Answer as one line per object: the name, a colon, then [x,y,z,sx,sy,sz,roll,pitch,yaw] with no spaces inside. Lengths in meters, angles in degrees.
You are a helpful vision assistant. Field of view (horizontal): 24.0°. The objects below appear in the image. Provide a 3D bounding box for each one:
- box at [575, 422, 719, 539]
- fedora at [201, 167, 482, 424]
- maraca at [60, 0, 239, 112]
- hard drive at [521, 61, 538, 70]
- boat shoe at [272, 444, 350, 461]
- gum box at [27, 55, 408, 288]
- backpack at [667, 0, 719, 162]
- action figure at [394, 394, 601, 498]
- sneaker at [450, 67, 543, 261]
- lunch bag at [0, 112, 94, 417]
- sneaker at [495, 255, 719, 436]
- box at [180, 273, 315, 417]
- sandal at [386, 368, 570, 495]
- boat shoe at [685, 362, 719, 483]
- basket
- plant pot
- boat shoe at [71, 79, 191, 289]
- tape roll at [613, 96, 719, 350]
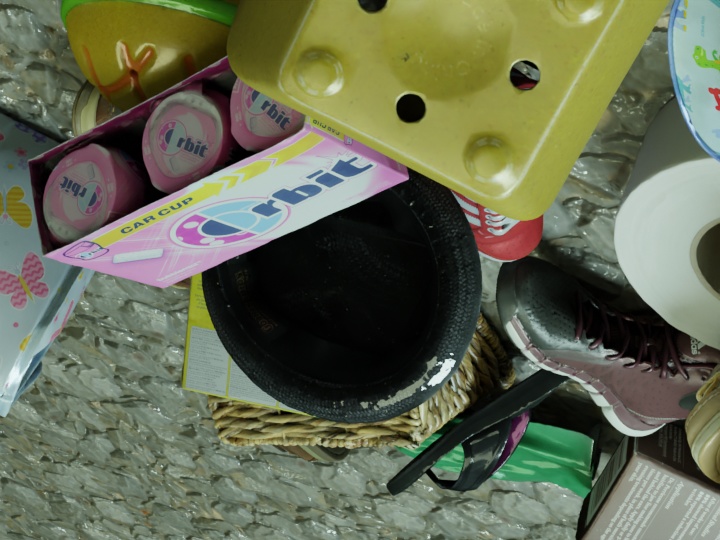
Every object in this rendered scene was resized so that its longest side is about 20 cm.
box: [0.275,0.195,1.271,0.200,0.075,0.100,26,118,0]
fedora: [0.000,0.000,1.071,0.201,0.201,0.092,4,-176,28]
maraca: [-0.086,-0.134,1.034,0.200,0.107,0.137,14,167,0]
hard drive: [0.063,-0.187,0.926,0.200,0.033,0.140,27,148,-3]
boat shoe: [-0.084,0.099,1.397,0.068,0.072,0.200,-4,138,36]
gum box: [-0.079,-0.061,0.991,0.200,0.066,0.113,-23,159,25]
backpack: [0.252,-0.103,0.819,0.200,0.147,0.183,12,143,24]
action figure: [0.090,0.129,1.343,0.200,0.055,0.118,11,147,13]
sneaker: [0.092,-0.056,1.021,0.112,0.071,0.200,35,164,42]
lunch bag: [-0.291,-0.008,1.260,0.170,0.200,0.127,26,147,-3]
sneaker: [0.188,0.041,1.148,0.115,0.076,0.200,-15,141,39]
box: [-0.057,-0.008,1.170,0.117,0.048,0.200,10,102,22]
sandal: [0.098,0.125,1.252,0.200,0.075,0.048,-38,82,28]
boat shoe: [0.251,0.088,1.089,0.074,0.069,0.200,-49,152,20]
basket: [-0.008,0.045,1.280,0.200,0.149,0.143,-4,105,37]
plant pot: [0.048,-0.136,0.788,0.195,0.200,0.194,27,114,-3]
boat shoe: [-0.137,-0.056,1.210,0.068,0.072,0.200,8,142,28]
tape roll: [0.255,-0.025,0.999,0.202,0.071,0.202,18,147,12]
